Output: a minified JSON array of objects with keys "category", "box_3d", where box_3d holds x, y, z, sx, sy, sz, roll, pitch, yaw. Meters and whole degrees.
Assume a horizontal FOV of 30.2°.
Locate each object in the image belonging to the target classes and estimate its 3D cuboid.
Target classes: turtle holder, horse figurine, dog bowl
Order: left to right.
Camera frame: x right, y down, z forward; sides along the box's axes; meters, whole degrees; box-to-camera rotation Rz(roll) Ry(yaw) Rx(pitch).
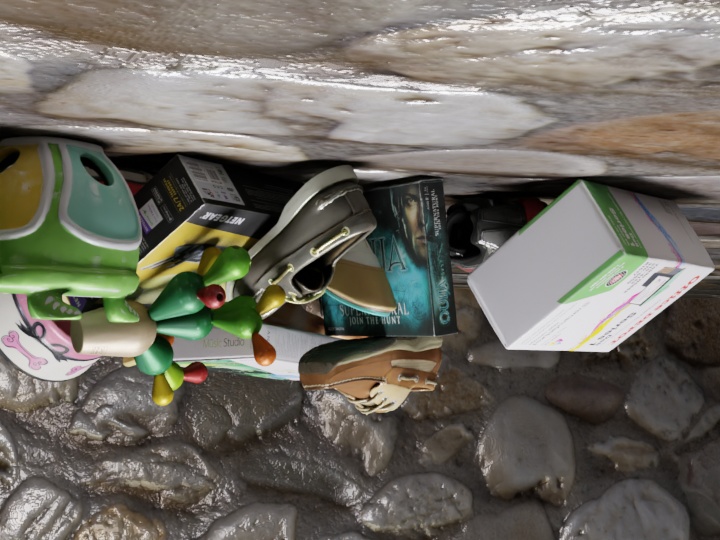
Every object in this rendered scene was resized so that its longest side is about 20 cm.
[{"category":"turtle holder","box_3d":[-0.249,-0.031,0.989,0.184,0.134,0.140,4,177,-35]},{"category":"dog bowl","box_3d":[-0.332,0.018,1.481,0.073,0.203,0.199,-20,166,31]},{"category":"horse figurine","box_3d":[-0.092,0.049,1.426,0.131,0.050,0.200,-10,143,37]}]

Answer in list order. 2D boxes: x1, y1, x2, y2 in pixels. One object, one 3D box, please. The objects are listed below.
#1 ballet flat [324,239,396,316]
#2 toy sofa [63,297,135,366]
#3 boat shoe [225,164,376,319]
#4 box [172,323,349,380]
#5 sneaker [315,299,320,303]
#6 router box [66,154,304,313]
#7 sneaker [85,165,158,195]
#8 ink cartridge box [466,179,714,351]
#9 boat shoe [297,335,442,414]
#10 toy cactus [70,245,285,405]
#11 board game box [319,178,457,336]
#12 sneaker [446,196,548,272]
[{"category":"ballet flat","box_3d":[-0.028,-0.015,1.222,0.068,0.064,0.199,10,-170,-36]},{"category":"toy sofa","box_3d":[-0.278,0.013,1.417,0.082,0.099,0.200,-20,142,30]},{"category":"boat shoe","box_3d":[-0.052,-0.008,1.134,0.072,0.061,0.202,-18,159,-42]},{"category":"box","box_3d":[-0.089,0.083,1.322,0.143,0.037,0.199,-5,167,37]},{"category":"sneaker","box_3d":[0.000,0.000,1.384,0.074,0.083,0.199,37,168,-37]},{"category":"router box","box_3d":[-0.141,-0.020,1.149,0.157,0.053,0.199,-40,159,21]},{"category":"sneaker","box_3d":[-0.235,-0.040,1.159,0.199,0.086,0.077,-14,167,41]},{"category":"ink cartridge box","box_3d":[0.215,0.001,1.224,0.145,0.085,0.199,-42,154,27]},{"category":"boat shoe","box_3d":[0.020,0.098,1.263,0.075,0.075,0.199,-6,-179,37]},{"category":"toy cactus","box_3d":[-0.157,0.054,1.108,0.163,0.103,0.200,-6,159,-32]},{"category":"board game box","box_3d":[0.018,-0.008,1.235,0.028,0.137,0.199,-6,-179,-31]},{"category":"sneaker","box_3d":[0.117,-0.034,1.332,0.097,0.072,0.200,2,175,-15]}]
